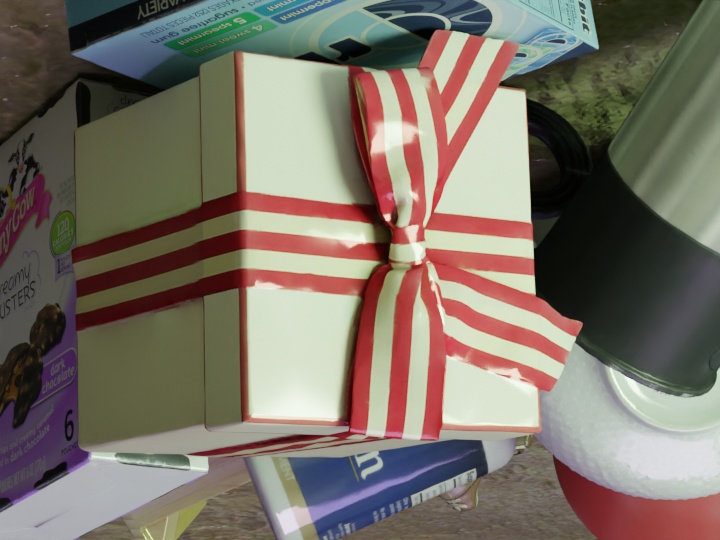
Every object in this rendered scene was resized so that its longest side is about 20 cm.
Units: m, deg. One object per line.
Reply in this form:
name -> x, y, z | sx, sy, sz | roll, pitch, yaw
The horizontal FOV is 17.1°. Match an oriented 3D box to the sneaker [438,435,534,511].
sneaker -> 0.095, 0.084, 1.638 | 0.070, 0.076, 0.200 | 2, -147, 40

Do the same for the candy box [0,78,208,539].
candy box -> -0.150, 0.026, 1.243 | 0.071, 0.202, 0.168 | 8, 157, -31

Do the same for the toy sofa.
toy sofa -> -0.077, 0.105, 1.560 | 0.199, 0.098, 0.083 | -26, -168, 32

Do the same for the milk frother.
milk frother -> 0.147, -0.077, 1.210 | 0.189, 0.199, 0.181 | -58, 178, 22

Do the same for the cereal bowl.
cereal bowl -> 0.177, 0.035, 1.339 | 0.198, 0.202, 0.083 | -8, -172, -2

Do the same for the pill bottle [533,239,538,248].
pill bottle -> 0.001, 0.013, 1.329 | 0.113, 0.114, 0.199 | 8, -176, -45

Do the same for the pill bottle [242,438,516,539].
pill bottle -> 0.025, 0.083, 1.425 | 0.199, 0.112, 0.111 | -23, 165, -5

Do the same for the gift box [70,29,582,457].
gift box -> -0.011, -0.007, 1.111 | 0.199, 0.186, 0.186 | -2, 173, -33

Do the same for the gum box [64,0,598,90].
gum box -> -0.010, -0.120, 1.107 | 0.169, 0.045, 0.200 | -17, 161, 29

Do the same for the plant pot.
plant pot -> 0.234, 0.098, 1.747 | 0.199, 0.202, 0.178 | -9, 154, 2
